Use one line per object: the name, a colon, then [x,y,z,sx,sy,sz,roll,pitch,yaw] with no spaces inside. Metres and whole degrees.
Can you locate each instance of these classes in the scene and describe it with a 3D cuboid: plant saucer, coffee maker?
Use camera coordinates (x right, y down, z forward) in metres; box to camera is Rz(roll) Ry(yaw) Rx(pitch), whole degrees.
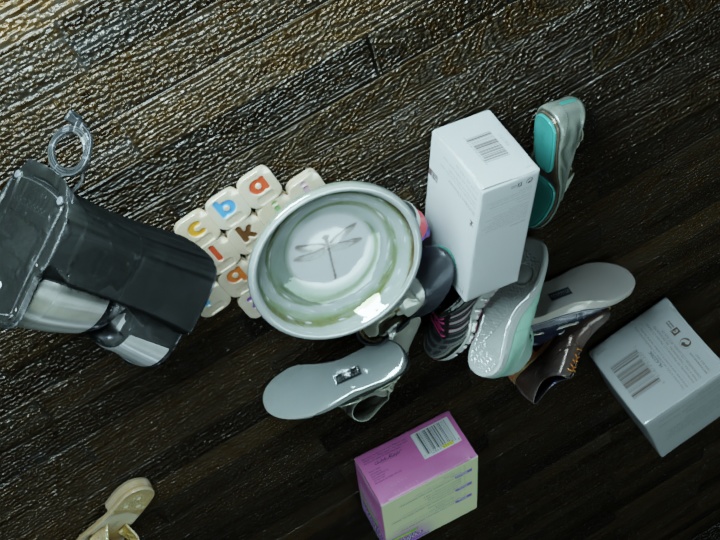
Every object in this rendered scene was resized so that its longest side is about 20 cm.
plant saucer: [-0.032,-0.017,1.202,0.200,0.050,0.201,-11,126,-15]
coffee maker: [-0.234,-0.013,1.021,0.192,0.135,0.200,-45,146,16]

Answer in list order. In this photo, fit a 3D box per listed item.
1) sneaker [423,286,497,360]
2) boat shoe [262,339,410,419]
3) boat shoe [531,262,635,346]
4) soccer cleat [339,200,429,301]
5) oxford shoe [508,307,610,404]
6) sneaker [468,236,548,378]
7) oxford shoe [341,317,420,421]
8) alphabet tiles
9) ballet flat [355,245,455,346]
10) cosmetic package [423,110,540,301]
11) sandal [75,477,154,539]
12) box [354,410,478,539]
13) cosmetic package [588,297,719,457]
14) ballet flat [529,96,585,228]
sneaker: [0.114,0.044,1.446,0.087,0.074,0.200,-2,138,-28]
boat shoe: [-0.029,0.151,1.442,0.199,0.071,0.064,-19,161,8]
boat shoe: [0.306,0.053,1.623,0.199,0.075,0.093,-13,147,-14]
soccer cleat: [0.000,0.000,1.299,0.200,0.068,0.073,-42,150,9]
oxford shoe: [0.328,0.131,1.729,0.200,0.073,0.071,-46,144,18]
sneaker: [0.214,0.053,1.513,0.118,0.074,0.201,17,95,-63]
oxford shoe: [0.032,0.134,1.503,0.075,0.058,0.200,4,130,-37]
alphabet tiles: [-0.114,-0.028,1.202,0.200,0.015,0.196,-34,141,2]
ballet flat: [0.048,0.040,1.342,0.073,0.073,0.200,-9,158,-32]
cosmetic package: [0.136,-0.072,1.277,0.081,0.113,0.200,-21,143,-19]
sandal: [-0.334,0.375,1.492,0.077,0.070,0.212,3,133,-42]
box: [0.094,0.350,1.795,0.176,0.097,0.200,-25,145,-12]
cosmetic package: [0.520,0.185,1.875,0.166,0.168,0.200,-36,148,4]
ballet flat: [0.237,-0.128,1.331,0.064,0.067,0.200,-27,147,-22]
